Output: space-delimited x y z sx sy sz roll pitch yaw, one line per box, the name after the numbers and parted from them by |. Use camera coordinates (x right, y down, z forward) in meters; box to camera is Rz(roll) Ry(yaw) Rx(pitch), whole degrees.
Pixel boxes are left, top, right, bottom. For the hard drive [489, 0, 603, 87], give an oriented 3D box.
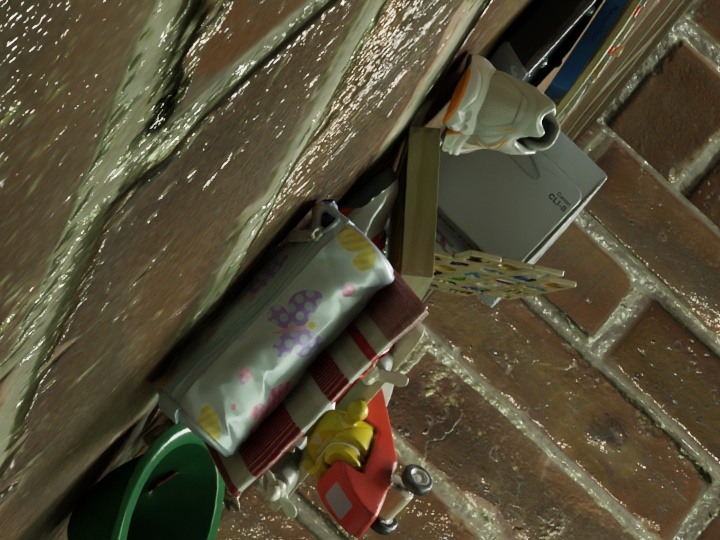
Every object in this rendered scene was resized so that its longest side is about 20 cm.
0.158 -0.199 1.738 0.135 0.042 0.200 -47 176 -12 | hard drive

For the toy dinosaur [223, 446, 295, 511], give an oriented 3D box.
-0.111 0.148 1.717 0.136 0.086 0.200 -45 -173 -40 | toy dinosaur

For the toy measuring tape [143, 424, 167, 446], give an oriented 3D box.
-0.111 0.083 1.597 0.199 0.074 0.074 -25 -173 28 | toy measuring tape

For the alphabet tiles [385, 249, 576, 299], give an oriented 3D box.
0.103 0.003 1.838 0.200 0.165 0.006 166 -65 -65 | alphabet tiles

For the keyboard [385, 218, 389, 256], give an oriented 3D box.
0.036 -0.057 1.845 0.056 0.011 0.201 -44 166 -33 | keyboard

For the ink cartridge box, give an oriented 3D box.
0.138 -0.074 1.950 0.145 0.145 0.200 -46 175 -9 | ink cartridge box

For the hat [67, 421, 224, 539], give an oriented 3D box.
-0.229 0.199 1.614 0.165 0.175 0.202 -2 105 -62 | hat

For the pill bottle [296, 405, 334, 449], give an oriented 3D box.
-0.069 0.136 1.992 0.112 0.111 0.200 -48 175 10 | pill bottle

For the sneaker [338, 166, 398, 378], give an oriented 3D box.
-0.002 0.016 1.613 0.202 0.108 0.067 -50 175 24 | sneaker

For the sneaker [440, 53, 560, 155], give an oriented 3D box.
0.119 -0.122 1.607 0.200 0.091 0.076 3 109 -86 | sneaker

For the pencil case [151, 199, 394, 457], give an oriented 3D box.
-0.064 0.043 1.430 0.200 0.083 0.091 -48 163 -3 | pencil case

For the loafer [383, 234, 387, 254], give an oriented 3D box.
0.000 0.000 1.789 0.072 0.063 0.200 -48 176 -18 | loafer

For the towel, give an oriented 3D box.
-0.040 0.075 1.474 0.200 0.023 0.144 -45 -156 2 | towel

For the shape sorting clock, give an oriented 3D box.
0.223 -0.211 1.774 0.201 0.039 0.200 -56 178 -3 | shape sorting clock

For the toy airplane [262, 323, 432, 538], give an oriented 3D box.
-0.020 0.136 1.785 0.199 0.140 0.202 2 -107 64 | toy airplane

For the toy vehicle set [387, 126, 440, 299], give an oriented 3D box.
0.043 -0.038 1.657 0.200 0.026 0.126 108 -14 -79 | toy vehicle set
